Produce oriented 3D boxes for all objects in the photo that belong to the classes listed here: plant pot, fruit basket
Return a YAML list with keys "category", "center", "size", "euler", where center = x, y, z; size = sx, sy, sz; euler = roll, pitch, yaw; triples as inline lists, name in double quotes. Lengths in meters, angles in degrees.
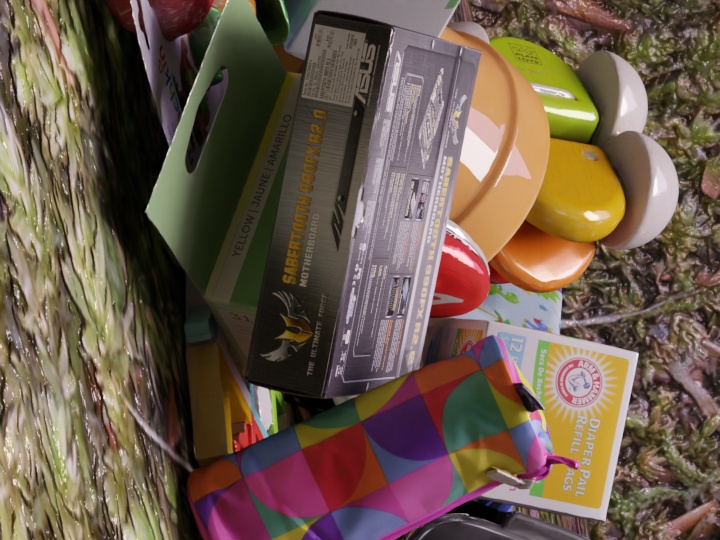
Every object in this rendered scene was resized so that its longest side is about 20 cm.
- category: "plant pot"
  center: [0.005, -0.094, 1.854]
  size: [0.140, 0.200, 0.200]
  euler: [46, 30, -45]
- category: "fruit basket"
  center: [-0.093, -0.163, 1.547]
  size: [0.200, 0.093, 0.186]
  euler: [-82, 159, -66]

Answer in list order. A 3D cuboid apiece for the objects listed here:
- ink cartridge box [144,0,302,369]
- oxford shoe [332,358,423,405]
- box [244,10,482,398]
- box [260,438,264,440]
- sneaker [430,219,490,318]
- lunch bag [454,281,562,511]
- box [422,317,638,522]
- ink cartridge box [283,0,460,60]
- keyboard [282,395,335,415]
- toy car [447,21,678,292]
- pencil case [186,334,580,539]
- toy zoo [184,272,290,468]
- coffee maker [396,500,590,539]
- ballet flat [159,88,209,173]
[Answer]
- category: "ink cartridge box"
  center: [-0.047, -0.044, 1.548]
  size: [0.200, 0.048, 0.146]
  euler: [66, 40, -63]
- category: "oxford shoe"
  center: [0.015, 0.074, 1.772]
  size: [0.200, 0.058, 0.075]
  euler: [-94, 163, -73]
- category: "box"
  center: [0.004, -0.034, 1.552]
  size: [0.158, 0.048, 0.201]
  euler: [-1, 103, -71]
- category: "box"
  center: [-0.024, 0.204, 1.623]
  size: [0.137, 0.040, 0.201]
  euler: [47, 41, -73]
- category: "sneaker"
  center: [0.000, 0.000, 1.752]
  size: [0.200, 0.077, 0.085]
  euler: [18, 31, -34]
- category: "lunch bag"
  center: [0.061, 0.102, 2.049]
  size: [0.200, 0.127, 0.170]
  euler: [-57, -169, 23]
- category: "box"
  center: [0.091, 0.092, 1.833]
  size: [0.200, 0.101, 0.113]
  euler: [-178, -80, -76]
- category: "ink cartridge box"
  center: [0.017, -0.226, 1.708]
  size: [0.200, 0.087, 0.145]
  euler: [-97, -150, -51]
- category: "keyboard"
  center: [-0.053, 0.048, 1.804]
  size: [0.104, 0.040, 0.200]
  euler: [57, 2, 20]
- category: "toy car"
  center: [0.113, -0.070, 2.004]
  size: [0.200, 0.175, 0.150]
  euler: [-105, -147, -42]
- category: "pencil case"
  center: [0.009, 0.106, 1.510]
  size: [0.088, 0.200, 0.089]
  euler: [-24, 90, -86]
- category: "toy zoo"
  center: [-0.070, 0.084, 1.632]
  size: [0.200, 0.020, 0.132]
  euler: [67, 14, -55]
- category: "coffee maker"
  center: [0.089, 0.201, 1.774]
  size: [0.200, 0.192, 0.135]
  euler: [-176, -98, -78]
- category: "ballet flat"
  center: [-0.070, -0.080, 1.674]
  size: [0.200, 0.070, 0.068]
  euler: [-83, 160, -66]
